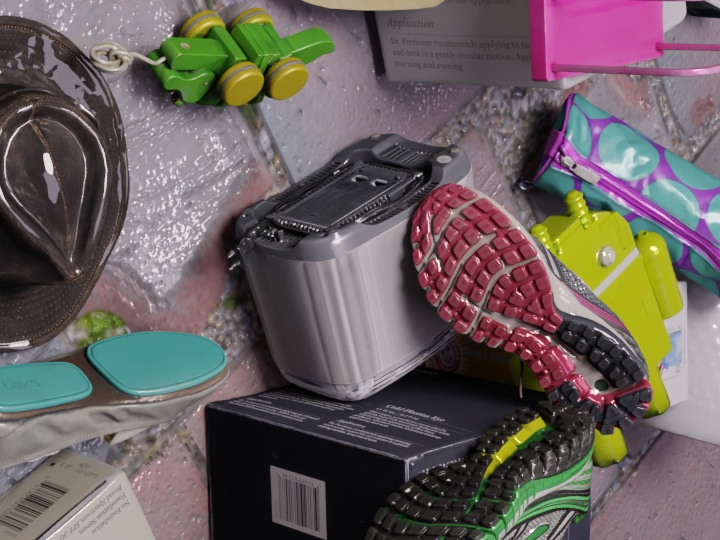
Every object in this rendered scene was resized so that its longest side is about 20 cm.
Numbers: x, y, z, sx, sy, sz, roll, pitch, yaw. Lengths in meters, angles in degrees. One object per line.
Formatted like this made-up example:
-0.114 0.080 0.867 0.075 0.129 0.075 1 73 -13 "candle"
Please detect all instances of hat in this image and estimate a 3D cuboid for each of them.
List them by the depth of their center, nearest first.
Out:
-0.190 -0.045 0.972 0.200 0.081 0.202 -12 106 -44 "hat"

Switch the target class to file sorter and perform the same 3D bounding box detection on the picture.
0.194 -0.226 1.048 0.138 0.125 0.202 -17 109 -46 "file sorter"

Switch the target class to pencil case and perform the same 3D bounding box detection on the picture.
0.231 -0.055 1.317 0.085 0.199 0.092 -60 177 25 "pencil case"

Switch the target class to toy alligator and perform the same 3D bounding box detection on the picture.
-0.100 -0.127 1.069 0.199 0.059 0.054 -13 148 -43 "toy alligator"

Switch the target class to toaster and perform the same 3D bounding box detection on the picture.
0.000 0.000 1.149 0.200 0.113 0.130 -34 123 -37 "toaster"

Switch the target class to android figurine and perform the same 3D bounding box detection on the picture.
0.171 0.039 1.225 0.182 0.041 0.201 -39 119 -34 "android figurine"

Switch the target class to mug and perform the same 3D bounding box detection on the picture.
0.300 0.058 1.452 0.200 0.147 0.177 29 76 -77 "mug"

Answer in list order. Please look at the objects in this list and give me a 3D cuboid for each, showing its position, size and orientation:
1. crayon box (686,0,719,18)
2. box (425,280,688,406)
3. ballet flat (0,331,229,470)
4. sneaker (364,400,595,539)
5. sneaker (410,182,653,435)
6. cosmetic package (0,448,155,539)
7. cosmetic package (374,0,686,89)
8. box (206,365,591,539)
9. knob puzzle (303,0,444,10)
0.288 -0.328 1.414 0.126 0.051 0.202 14 89 -46 "crayon box"
0.156 0.067 1.316 0.199 0.112 0.102 -12 103 -43 "box"
-0.172 0.083 1.041 0.199 0.067 0.064 -9 131 -43 "ballet flat"
0.080 0.157 1.002 0.199 0.078 0.086 -27 116 -39 "sneaker"
0.111 0.024 1.104 0.200 0.081 0.075 47 20 -8 "sneaker"
-0.168 0.226 1.054 0.105 0.071 0.201 -41 124 -32 "cosmetic package"
0.108 -0.248 1.166 0.165 0.164 0.201 -31 119 -41 "cosmetic package"
0.026 0.139 1.140 0.181 0.199 0.105 -12 105 -42 "box"
-0.003 -0.249 1.068 0.220 0.218 0.031 55 22 -36 "knob puzzle"
